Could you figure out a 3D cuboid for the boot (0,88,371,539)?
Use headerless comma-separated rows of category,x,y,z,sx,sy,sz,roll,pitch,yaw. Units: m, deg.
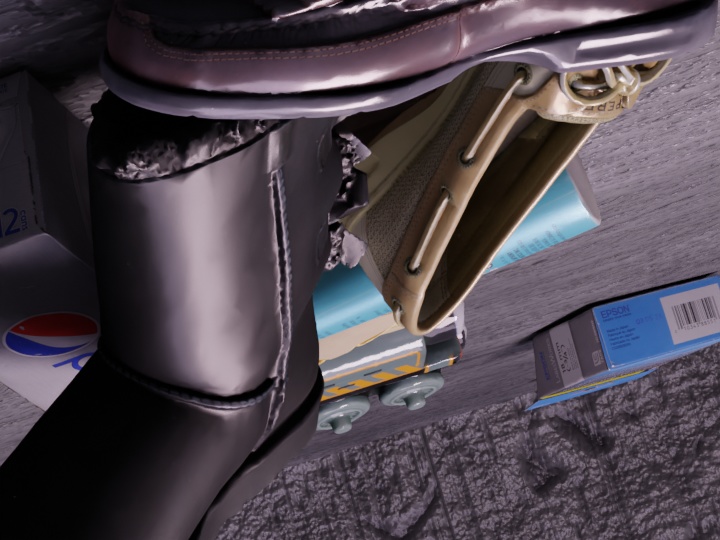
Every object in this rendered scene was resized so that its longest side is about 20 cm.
boot,-0.065,0.020,0.642,0.198,0.073,0.163,-43,149,-43

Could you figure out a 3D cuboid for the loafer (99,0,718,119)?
loafer,0.018,-0.090,0.600,0.199,0.063,0.072,-10,-148,-27

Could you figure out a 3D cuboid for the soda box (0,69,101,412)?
soda box,-0.097,0.007,0.747,0.068,0.064,0.200,-19,153,14

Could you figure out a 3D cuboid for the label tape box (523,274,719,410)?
label tape box,0.246,0.070,1.989,0.143,0.064,0.200,-13,171,-23

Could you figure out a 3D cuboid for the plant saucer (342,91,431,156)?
plant saucer,-0.021,-0.028,0.879,0.199,0.030,0.200,-26,171,-4

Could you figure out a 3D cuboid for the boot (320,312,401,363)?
boot,-0.040,0.015,1.064,0.199,0.073,0.155,-17,172,-10

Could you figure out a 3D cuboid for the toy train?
toy train,-0.023,0.056,1.352,0.199,0.086,0.114,-16,162,-8

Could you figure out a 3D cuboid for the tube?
tube,0.000,0.000,0.859,0.199,0.051,0.077,-26,-174,13

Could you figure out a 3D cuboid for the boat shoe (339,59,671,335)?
boat shoe,0.063,-0.054,0.745,0.073,0.063,0.201,-5,150,-47
